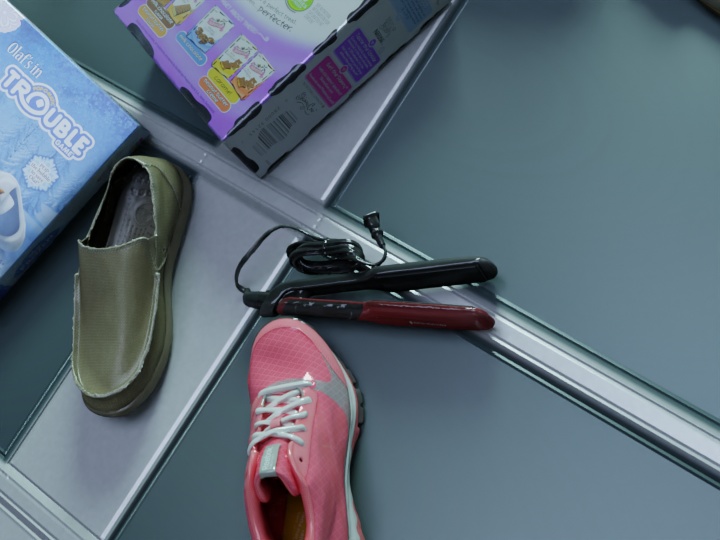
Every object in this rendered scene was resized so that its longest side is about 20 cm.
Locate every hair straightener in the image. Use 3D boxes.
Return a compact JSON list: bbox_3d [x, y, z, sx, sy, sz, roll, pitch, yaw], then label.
[{"bbox_3d":[0.000,0.000,0.810,0.198,0.041,0.078,-1,70,26],"label":"hair straightener"}]

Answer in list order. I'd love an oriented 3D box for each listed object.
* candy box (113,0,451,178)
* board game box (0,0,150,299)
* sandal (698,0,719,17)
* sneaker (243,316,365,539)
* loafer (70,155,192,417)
[{"bbox_3d":[-0.060,-0.201,0.886,0.200,0.072,0.168,-42,61,3],"label":"candy box"},{"bbox_3d":[-0.305,-0.104,0.919,0.200,0.043,0.199,42,88,4],"label":"board game box"},{"bbox_3d":[0.215,-0.240,0.801,0.080,0.054,0.200,-46,61,0],"label":"sandal"},{"bbox_3d":[-0.040,0.116,0.748,0.073,0.087,0.202,-16,65,14],"label":"sneaker"},{"bbox_3d":[-0.176,0.005,0.855,0.075,0.067,0.202,-2,70,21],"label":"loafer"}]
